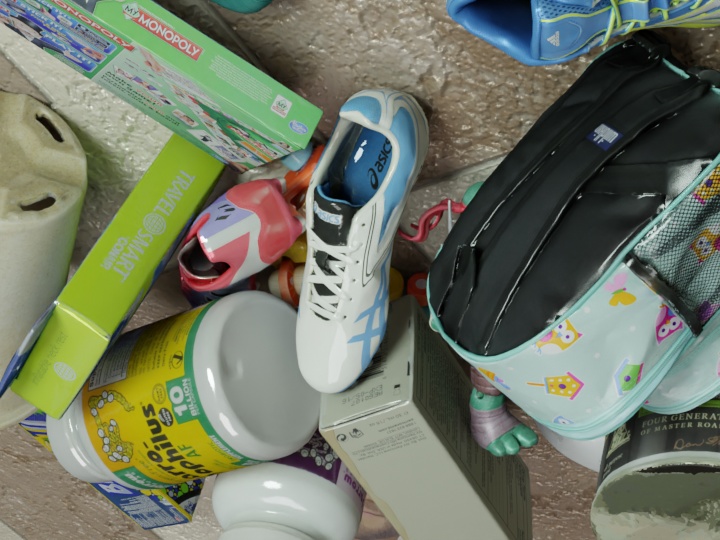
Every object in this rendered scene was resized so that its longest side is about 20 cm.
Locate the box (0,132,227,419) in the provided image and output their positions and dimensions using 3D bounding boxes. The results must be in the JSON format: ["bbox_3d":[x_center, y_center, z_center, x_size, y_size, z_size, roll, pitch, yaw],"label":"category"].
[{"bbox_3d":[-0.164,0.007,1.014,0.047,0.201,0.122,33,140,-5],"label":"box"}]

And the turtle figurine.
[{"bbox_3d":[0.099,0.014,1.006,0.148,0.101,0.202,-24,123,-17],"label":"turtle figurine"}]

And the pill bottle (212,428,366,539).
[{"bbox_3d":[-0.046,0.141,1.125,0.111,0.202,0.113,9,145,6],"label":"pill bottle"}]

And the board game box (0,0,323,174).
[{"bbox_3d":[-0.131,-0.128,0.934,0.199,0.029,0.134,32,166,-17],"label":"board game box"}]

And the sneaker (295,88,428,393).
[{"bbox_3d":[-0.012,-0.017,0.963,0.071,0.072,0.202,25,111,35],"label":"sneaker"}]

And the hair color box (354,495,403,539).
[{"bbox_3d":[0.047,0.193,1.267,0.108,0.065,0.201,18,140,1],"label":"hair color box"}]

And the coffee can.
[{"bbox_3d":[0.227,0.078,0.944,0.144,0.202,0.147,11,142,9],"label":"coffee can"}]

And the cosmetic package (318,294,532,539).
[{"bbox_3d":[0.049,0.126,1.071,0.072,0.104,0.201,-19,127,19],"label":"cosmetic package"}]

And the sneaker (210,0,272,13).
[{"bbox_3d":[-0.132,-0.197,0.853,0.199,0.081,0.071,35,139,-20],"label":"sneaker"}]

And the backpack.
[{"bbox_3d":[0.140,-0.007,0.852,0.200,0.176,0.153,-41,119,3],"label":"backpack"}]

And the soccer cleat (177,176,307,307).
[{"bbox_3d":[-0.100,-0.009,1.041,0.067,0.076,0.200,63,154,4],"label":"soccer cleat"}]

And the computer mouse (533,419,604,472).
[{"bbox_3d":[0.204,0.139,1.154,0.199,0.044,0.110,29,141,-14],"label":"computer mouse"}]

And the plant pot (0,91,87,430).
[{"bbox_3d":[-0.276,-0.021,1.057,0.198,0.202,0.184,24,131,-8],"label":"plant pot"}]

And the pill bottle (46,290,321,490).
[{"bbox_3d":[-0.128,0.090,1.066,0.199,0.114,0.113,-18,129,40],"label":"pill bottle"}]

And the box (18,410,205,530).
[{"bbox_3d":[-0.215,0.134,1.294,0.064,0.071,0.200,-16,130,34],"label":"box"}]

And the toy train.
[{"bbox_3d":[0.000,0.000,1.059,0.199,0.056,0.150,38,138,-22],"label":"toy train"}]

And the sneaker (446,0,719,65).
[{"bbox_3d":[0.134,-0.139,0.797,0.197,0.106,0.076,8,141,13],"label":"sneaker"}]
